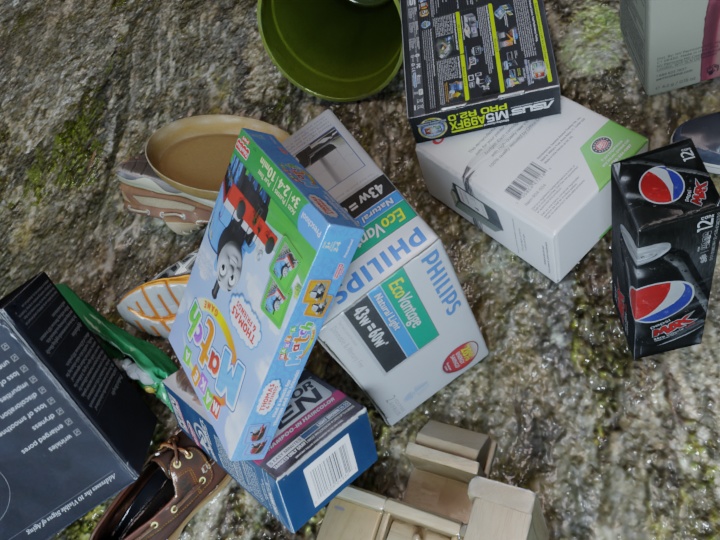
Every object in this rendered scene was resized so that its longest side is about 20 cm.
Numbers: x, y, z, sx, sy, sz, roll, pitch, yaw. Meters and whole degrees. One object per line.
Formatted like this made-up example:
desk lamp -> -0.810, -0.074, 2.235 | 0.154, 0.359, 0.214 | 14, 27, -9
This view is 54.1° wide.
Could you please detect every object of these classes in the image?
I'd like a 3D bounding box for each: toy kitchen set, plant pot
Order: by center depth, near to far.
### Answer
toy kitchen set -> 0.051, 0.173, 0.549 | 0.195, 0.182, 0.166 | 9, 59, 26
plant pot -> -0.170, -0.141, 0.892 | 0.194, 0.028, 0.202 | 6, 36, -4
plant pot -> -0.015, -0.370, 0.947 | 0.195, 0.203, 0.196 | 0, 45, 21

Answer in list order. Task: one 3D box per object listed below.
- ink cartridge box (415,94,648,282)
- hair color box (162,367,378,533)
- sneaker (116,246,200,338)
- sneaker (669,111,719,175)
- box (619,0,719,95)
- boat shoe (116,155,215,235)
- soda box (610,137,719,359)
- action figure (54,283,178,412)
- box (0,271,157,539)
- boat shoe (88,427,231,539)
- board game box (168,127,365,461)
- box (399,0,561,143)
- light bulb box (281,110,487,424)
ink cartridge box -> 0.177, -0.109, 0.748 | 0.145, 0.085, 0.199 | -42, 53, -11
hair color box -> -0.086, 0.132, 0.631 | 0.099, 0.062, 0.198 | -32, 34, -30
sneaker -> -0.189, 0.012, 0.823 | 0.195, 0.079, 0.078 | -21, 39, 3
sneaker -> 0.399, -0.163, 0.662 | 0.197, 0.147, 0.079 | 0, 58, 22
box -> 0.342, -0.315, 0.749 | 0.106, 0.201, 0.131 | -12, 54, 13
boat shoe -> -0.218, -0.086, 0.898 | 0.195, 0.073, 0.076 | 19, 30, 13
soda box -> 0.246, -0.007, 0.579 | 0.062, 0.201, 0.072 | -14, 53, 11
action figure -> -0.262, 0.093, 0.783 | 0.197, 0.118, 0.055 | 30, 84, 24
box -> -0.337, 0.148, 0.675 | 0.197, 0.199, 0.124 | -32, 16, 3
boat shoe -> -0.180, 0.203, 0.688 | 0.069, 0.071, 0.202 | 21, 65, 35
board game box -> -0.083, 0.017, 0.548 | 0.151, 0.036, 0.204 | 46, 121, 43
box -> 0.125, -0.246, 0.766 | 0.156, 0.044, 0.205 | -9, 61, 14
light bulb box -> 0.000, 0.000, 0.662 | 0.123, 0.199, 0.201 | -34, 51, -1
